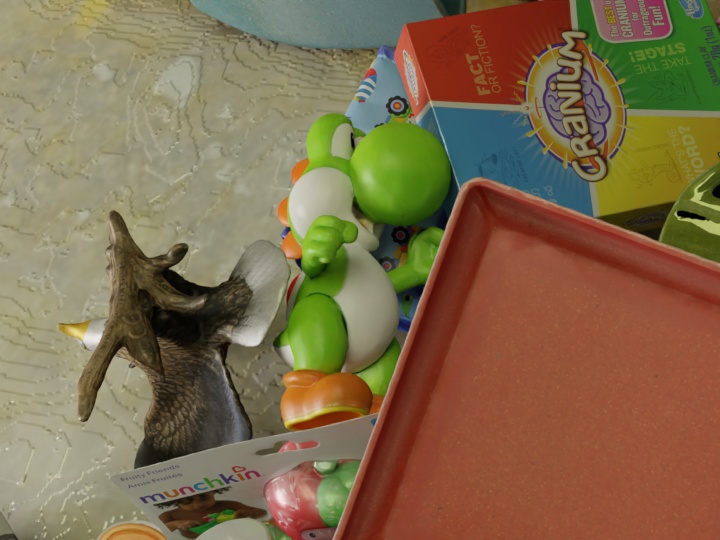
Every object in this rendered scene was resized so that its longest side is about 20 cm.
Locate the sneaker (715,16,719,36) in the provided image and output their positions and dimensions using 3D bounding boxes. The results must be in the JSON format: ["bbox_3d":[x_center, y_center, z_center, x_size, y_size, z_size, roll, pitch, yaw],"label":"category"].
[{"bbox_3d":[0.319,-0.127,1.009,0.095,0.079,0.200,-41,58,-19],"label":"sneaker"}]

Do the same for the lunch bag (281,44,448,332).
[{"bbox_3d":[0.073,-0.029,1.041,0.199,0.094,0.151,21,68,15],"label":"lunch bag"}]

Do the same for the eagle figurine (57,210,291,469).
[{"bbox_3d":[-0.110,0.051,0.988,0.152,0.200,0.151,-45,59,-13],"label":"eagle figurine"}]

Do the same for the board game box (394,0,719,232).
[{"bbox_3d":[0.137,-0.094,1.010,0.198,0.040,0.154,-12,69,-14],"label":"board game box"}]

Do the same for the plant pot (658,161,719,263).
[{"bbox_3d":[0.230,0.031,0.881,0.198,0.190,0.202,-9,60,15],"label":"plant pot"}]

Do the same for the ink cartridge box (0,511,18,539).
[{"bbox_3d":[-0.259,0.224,0.982,0.146,0.083,0.200,-53,55,19],"label":"ink cartridge box"}]

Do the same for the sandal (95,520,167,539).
[{"bbox_3d":[-0.135,0.240,0.973,0.078,0.059,0.208,-13,60,12],"label":"sandal"}]

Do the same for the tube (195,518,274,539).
[{"bbox_3d":[-0.036,0.222,0.879,0.058,0.201,0.052,12,43,43],"label":"tube"}]

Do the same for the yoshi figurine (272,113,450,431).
[{"bbox_3d":[0.009,-0.006,0.937,0.111,0.113,0.202,1,65,-7],"label":"yoshi figurine"}]

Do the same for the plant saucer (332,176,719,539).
[{"bbox_3d":[0.109,0.082,0.774,0.198,0.037,0.202,21,92,12],"label":"plant saucer"}]

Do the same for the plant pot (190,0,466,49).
[{"bbox_3d":[-0.047,-0.272,1.146,0.198,0.196,0.197,-8,61,22],"label":"plant pot"}]

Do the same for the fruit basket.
[{"bbox_3d":[-0.015,0.142,0.901,0.184,0.200,0.094,-14,59,11],"label":"fruit basket"}]
